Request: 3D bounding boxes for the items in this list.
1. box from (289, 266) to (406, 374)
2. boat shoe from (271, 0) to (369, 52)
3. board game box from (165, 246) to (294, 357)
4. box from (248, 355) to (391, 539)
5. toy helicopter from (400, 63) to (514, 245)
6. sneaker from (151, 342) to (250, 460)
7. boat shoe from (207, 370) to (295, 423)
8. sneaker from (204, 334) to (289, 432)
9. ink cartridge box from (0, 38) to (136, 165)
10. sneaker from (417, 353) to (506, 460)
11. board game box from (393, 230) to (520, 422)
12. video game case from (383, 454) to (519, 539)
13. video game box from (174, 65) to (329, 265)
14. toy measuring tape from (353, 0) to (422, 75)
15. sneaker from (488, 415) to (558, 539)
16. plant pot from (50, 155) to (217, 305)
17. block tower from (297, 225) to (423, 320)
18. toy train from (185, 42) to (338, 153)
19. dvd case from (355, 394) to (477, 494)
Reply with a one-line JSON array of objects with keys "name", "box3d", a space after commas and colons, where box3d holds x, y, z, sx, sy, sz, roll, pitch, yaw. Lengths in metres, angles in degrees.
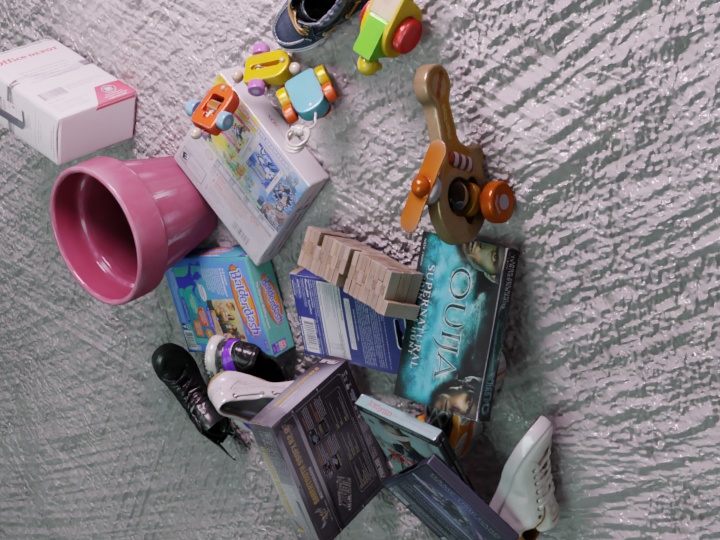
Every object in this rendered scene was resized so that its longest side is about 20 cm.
[{"name": "box", "box3d": [-0.005, 0.066, 1.624, 0.198, 0.032, 0.123, 10, 117, 43]}, {"name": "boat shoe", "box3d": [-0.061, -0.305, 1.446, 0.199, 0.090, 0.072, -22, 95, 48]}, {"name": "board game box", "box3d": [-0.194, 0.044, 1.788, 0.198, 0.045, 0.154, 1, 111, 45]}, {"name": "box", "box3d": [-0.049, 0.241, 1.643, 0.048, 0.158, 0.202, 3, 122, 44]}, {"name": "toy helicopter", "box3d": [0.089, -0.125, 1.362, 0.078, 0.132, 0.202, 0, 110, 44]}, {"name": "sneaker", "box3d": [-0.240, 0.199, 1.871, 0.104, 0.060, 0.201, 41, 163, 44]}, {"name": "boat shoe", "box3d": [-0.109, 0.191, 1.677, 0.070, 0.198, 0.071, -114, 39, -56]}, {"name": "sneaker", "box3d": [-0.140, 0.169, 1.748, 0.098, 0.070, 0.201, 1, 142, 25]}, {"name": "ink cartridge box", "box3d": [-0.447, -0.250, 1.812, 0.199, 0.145, 0.086, 34, 132, 27]}, {"name": "sneaker", "box3d": [0.117, 0.154, 1.520, 0.077, 0.078, 0.201, 42, 135, 27]}, {"name": "board game box", "box3d": [0.111, 0.063, 1.448, 0.134, 0.028, 0.203, 12, 94, 45]}, {"name": "video game case", "box3d": [0.110, 0.302, 1.567, 0.143, 0.019, 0.200, 43, 157, 1]}, {"name": "video game box", "box3d": [-0.150, -0.138, 1.653, 0.201, 0.047, 0.183, 51, 138, 12]}, {"name": "toy measuring tape", "box3d": [0.052, -0.307, 1.374, 0.073, 0.073, 0.202, 36, 109, 25]}, {"name": "sneaker", "box3d": [0.213, 0.256, 1.489, 0.084, 0.073, 0.201, 31, 138, 19]}, {"name": "plant pot", "box3d": [-0.306, -0.074, 1.739, 0.199, 0.178, 0.202, 21, 123, 36]}, {"name": "block tower", "box3d": [0.000, 0.000, 1.526, 0.199, 0.054, 0.059, 31, 109, 50]}, {"name": "toy train", "box3d": [-0.114, -0.200, 1.538, 0.198, 0.151, 0.056, 20, 163, 32]}, {"name": "dvd case", "box3d": [0.083, 0.248, 1.571, 0.145, 0.022, 0.201, 20, 147, 45]}]
